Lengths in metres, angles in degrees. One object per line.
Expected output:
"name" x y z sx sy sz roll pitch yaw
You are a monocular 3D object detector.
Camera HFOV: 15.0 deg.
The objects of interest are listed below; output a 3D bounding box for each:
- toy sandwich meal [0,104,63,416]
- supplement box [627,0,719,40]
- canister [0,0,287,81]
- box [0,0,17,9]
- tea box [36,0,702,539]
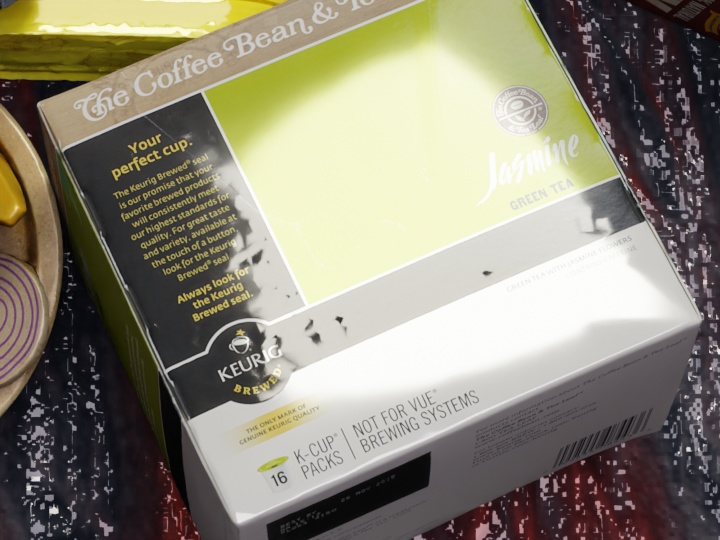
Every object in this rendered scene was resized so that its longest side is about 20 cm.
"toy sandwich meal" -0.221 -0.010 1.113 0.204 0.070 0.206 -1 83 6
"supplement box" 0.147 -0.228 1.179 0.197 0.133 0.201 23 80 -5
"canister" -0.104 -0.187 1.163 0.148 0.087 0.201 0 81 -7
"box" -0.235 -0.175 1.079 0.199 0.051 0.158 -2 109 17
"tea box" 0.000 0.000 1.107 0.199 0.134 0.197 -22 71 -10
